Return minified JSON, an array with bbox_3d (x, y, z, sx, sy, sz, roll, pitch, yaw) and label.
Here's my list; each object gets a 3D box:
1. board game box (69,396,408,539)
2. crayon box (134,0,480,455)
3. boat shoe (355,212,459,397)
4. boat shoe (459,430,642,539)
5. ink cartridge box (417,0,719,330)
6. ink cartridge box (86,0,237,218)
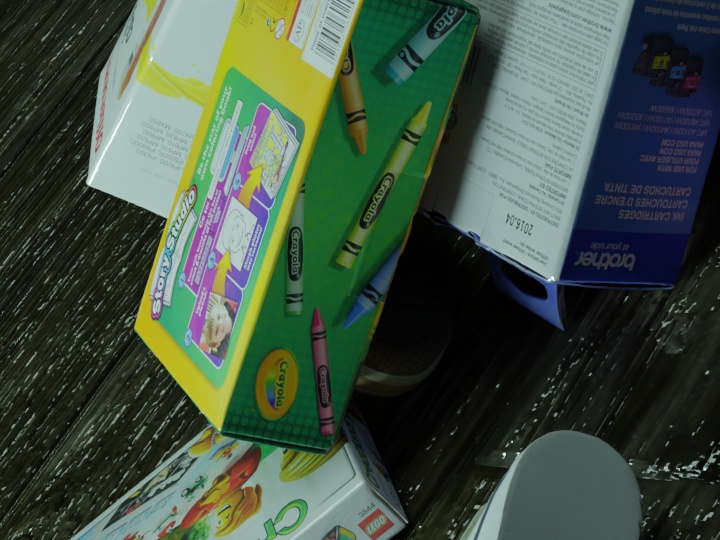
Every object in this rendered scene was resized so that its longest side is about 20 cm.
[{"bbox_3d":[-0.077,0.132,0.963,0.200,0.035,0.126,-40,28,6],"label":"board game box"},{"bbox_3d":[-0.027,-0.038,0.934,0.119,0.058,0.200,42,116,59],"label":"crayon box"},{"bbox_3d":[0.000,0.000,1.032,0.200,0.072,0.076,-92,27,-53],"label":"boat shoe"},{"bbox_3d":[0.038,0.150,0.761,0.200,0.071,0.070,-67,8,-32],"label":"boat shoe"},{"bbox_3d":[0.082,-0.078,0.912,0.136,0.076,0.200,32,112,49],"label":"ink cartridge box"},{"bbox_3d":[-0.077,-0.143,1.222,0.200,0.083,0.145,-60,17,27],"label":"ink cartridge box"}]
